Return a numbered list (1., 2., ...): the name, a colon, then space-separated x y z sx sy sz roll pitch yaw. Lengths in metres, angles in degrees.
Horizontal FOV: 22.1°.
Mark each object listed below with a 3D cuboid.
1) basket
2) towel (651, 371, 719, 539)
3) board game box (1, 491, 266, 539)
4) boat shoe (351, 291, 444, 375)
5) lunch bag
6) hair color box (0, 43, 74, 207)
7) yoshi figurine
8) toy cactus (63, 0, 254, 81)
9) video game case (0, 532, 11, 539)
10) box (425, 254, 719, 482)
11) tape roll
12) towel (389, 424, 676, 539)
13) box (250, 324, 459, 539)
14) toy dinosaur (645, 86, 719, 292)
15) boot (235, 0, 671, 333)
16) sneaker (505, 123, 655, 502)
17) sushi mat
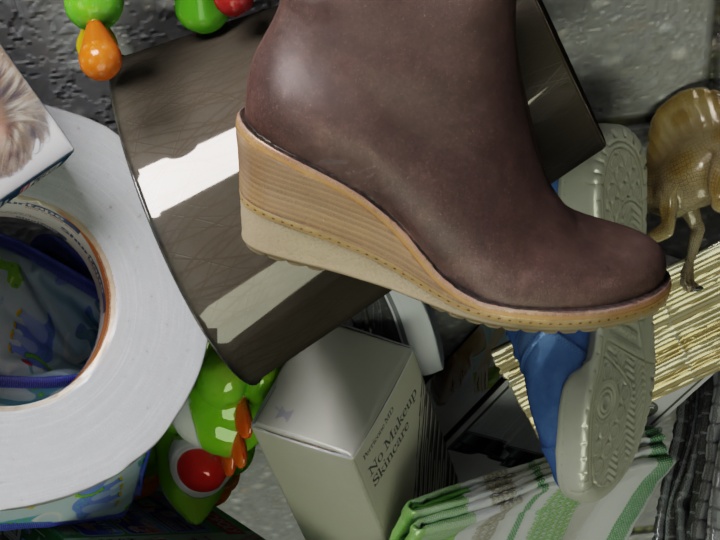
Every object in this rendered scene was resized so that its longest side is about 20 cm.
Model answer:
1. basket: 0.004 -0.066 0.877 0.199 0.181 0.136 -24 156 10
2. towel: 0.268 0.132 1.130 0.165 0.201 0.086 17 163 -20
3. board game box: -0.111 0.176 1.097 0.134 0.200 0.029 5 100 -35
4. boat shoe: 0.000 0.000 1.031 0.066 0.070 0.200 -11 149 6
5. lunch bag: -0.210 0.066 1.036 0.199 0.128 0.170 14 140 -7
6. hair color box: -0.242 -0.037 0.843 0.200 0.100 0.061 -37 -174 -15
7. yoshi figurine: -0.093 0.068 1.103 0.112 0.112 0.200 44 149 3
8. toy cactus: -0.100 -0.174 0.785 0.165 0.102 0.200 -34 126 18
9. video game case: -0.172 0.181 1.160 0.181 0.200 0.022 8 98 -16
10. box: 0.124 0.067 1.129 0.116 0.060 0.200 17 137 -24
11. tape roll: -0.177 0.019 0.918 0.199 0.201 0.066 4 173 -12
12. towel: 0.089 0.171 1.096 0.199 0.031 0.150 -13 136 -35
13. box: 0.005 0.121 1.076 0.068 0.082 0.200 16 151 25
14. toy dinosaur: 0.195 -0.052 0.964 0.199 0.102 0.058 -22 169 25
15. boot: 0.051 -0.067 0.767 0.199 0.072 0.167 11 114 -5
16. sneaker: 0.092 0.019 0.984 0.111 0.201 0.077 8 -163 38
17. sushi mat: 0.177 0.033 1.036 0.199 0.012 0.096 -26 129 9
